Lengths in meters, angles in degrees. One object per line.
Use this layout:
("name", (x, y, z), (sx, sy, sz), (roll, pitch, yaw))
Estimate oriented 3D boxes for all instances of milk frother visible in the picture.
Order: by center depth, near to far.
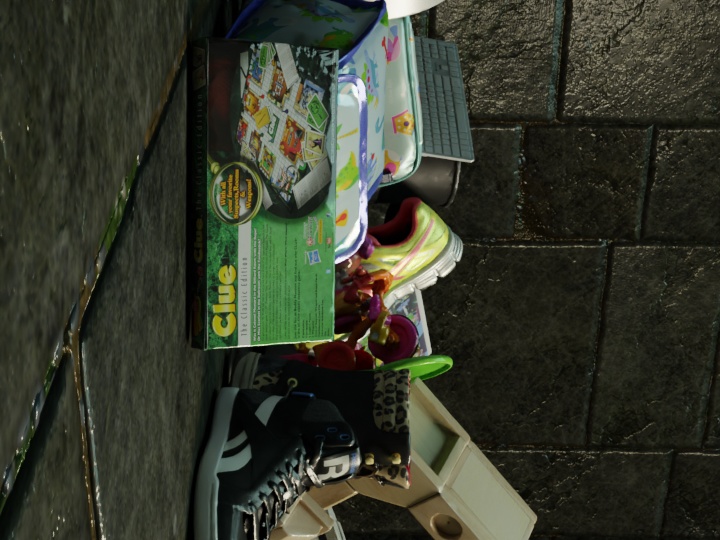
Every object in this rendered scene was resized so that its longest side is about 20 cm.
("milk frother", (-0.008, -0.081, 1.354), (0.181, 0.188, 0.200), (-156, -114, -79))

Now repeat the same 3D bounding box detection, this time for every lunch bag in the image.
("lunch bag", (-0.053, -0.098, 1.001), (0.200, 0.127, 0.170), (-58, 155, -49))
("lunch bag", (-0.030, -0.160, 1.164), (0.077, 0.160, 0.200), (-99, -177, -61))

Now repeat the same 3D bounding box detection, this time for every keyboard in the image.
("keyboard", (0.075, -0.171, 1.294), (0.200, 0.056, 0.011), (-92, -172, -47))

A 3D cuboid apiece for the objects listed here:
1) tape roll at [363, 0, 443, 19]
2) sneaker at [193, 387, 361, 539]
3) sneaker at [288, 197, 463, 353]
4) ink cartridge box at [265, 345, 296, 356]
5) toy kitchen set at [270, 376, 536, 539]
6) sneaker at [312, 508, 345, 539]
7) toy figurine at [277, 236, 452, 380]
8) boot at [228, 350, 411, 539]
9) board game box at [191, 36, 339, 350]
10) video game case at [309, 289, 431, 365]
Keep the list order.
("tape roll", (-0.005, -0.314, 1.072), (0.203, 0.203, 0.139), (-89, 180, -46))
("sneaker", (-0.055, 0.148, 0.944), (0.200, 0.112, 0.073), (-89, 178, -58))
("sneaker", (0.000, 0.000, 1.297), (0.078, 0.200, 0.090), (41, -14, 53))
("ink cartridge box", (-0.065, 0.092, 1.558), (0.200, 0.083, 0.146), (-89, 179, -45))
("toy kitchen set", (0.006, 0.238, 1.178), (0.200, 0.180, 0.163), (-33, -168, 39))
("sneaker", (-0.078, 0.233, 1.382), (0.076, 0.080, 0.200), (61, 6, -58))
("toy figurine", (-0.031, 0.023, 1.201), (0.150, 0.200, 0.184), (25, 51, -66))
("boot", (-0.035, 0.162, 1.062), (0.073, 0.150, 0.200), (87, 5, -66))
("board game box", (-0.063, -0.050, 0.877), (0.023, 0.105, 0.200), (5, -85, 51))
("video game case", (-0.002, 0.099, 1.415), (0.023, 0.182, 0.200), (41, -16, 26))
